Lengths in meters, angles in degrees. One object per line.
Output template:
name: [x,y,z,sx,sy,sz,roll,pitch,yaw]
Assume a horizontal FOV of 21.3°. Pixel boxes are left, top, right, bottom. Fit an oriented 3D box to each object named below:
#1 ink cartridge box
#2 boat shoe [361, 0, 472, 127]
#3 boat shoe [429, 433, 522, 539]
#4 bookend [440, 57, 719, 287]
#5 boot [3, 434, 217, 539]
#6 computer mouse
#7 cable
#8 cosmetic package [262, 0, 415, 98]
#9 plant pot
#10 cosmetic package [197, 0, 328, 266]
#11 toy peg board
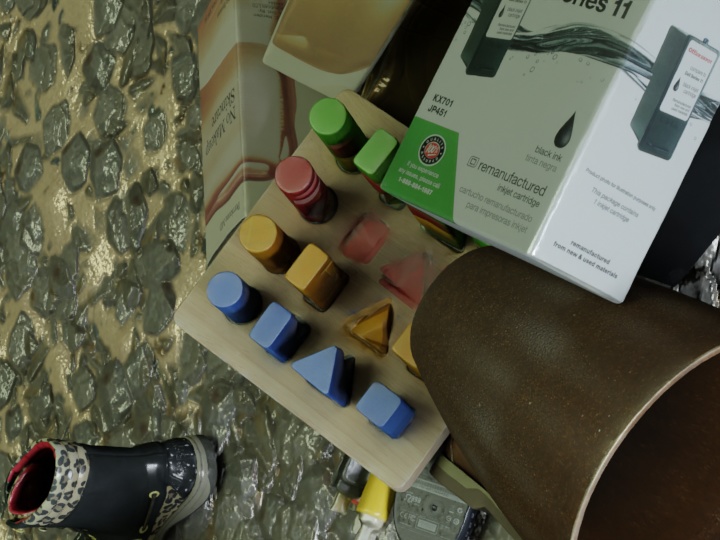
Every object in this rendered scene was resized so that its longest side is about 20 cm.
ink cartridge box: [0.119,-0.103,1.065,0.147,0.083,0.200,27,91,52]
boat shoe: [0.047,-0.152,1.327,0.200,0.074,0.066,-54,18,26]
boat shoe: [0.126,0.143,1.195,0.200,0.072,0.068,32,95,37]
bookend: [0.174,-0.133,1.163,0.199,0.092,0.200,-54,43,21]
boot: [-0.226,0.194,1.531,0.204,0.154,0.074,-46,53,35]
computer mouse: [0.071,0.105,1.298,0.059,0.034,0.200,19,93,22]
cable: [0.030,0.100,1.346,0.200,0.050,0.097,-63,6,0]
cosmetic package: [0.009,-0.210,1.266,0.200,0.071,0.105,-54,12,56]
plant pot: [0.125,0.070,1.110,0.200,0.187,0.187,39,114,40]
cosmetic package: [-0.065,-0.108,1.404,0.103,0.087,0.200,133,136,-58]
toy peg board: [0.000,0.000,1.232,0.200,0.098,0.199,35,85,19]
